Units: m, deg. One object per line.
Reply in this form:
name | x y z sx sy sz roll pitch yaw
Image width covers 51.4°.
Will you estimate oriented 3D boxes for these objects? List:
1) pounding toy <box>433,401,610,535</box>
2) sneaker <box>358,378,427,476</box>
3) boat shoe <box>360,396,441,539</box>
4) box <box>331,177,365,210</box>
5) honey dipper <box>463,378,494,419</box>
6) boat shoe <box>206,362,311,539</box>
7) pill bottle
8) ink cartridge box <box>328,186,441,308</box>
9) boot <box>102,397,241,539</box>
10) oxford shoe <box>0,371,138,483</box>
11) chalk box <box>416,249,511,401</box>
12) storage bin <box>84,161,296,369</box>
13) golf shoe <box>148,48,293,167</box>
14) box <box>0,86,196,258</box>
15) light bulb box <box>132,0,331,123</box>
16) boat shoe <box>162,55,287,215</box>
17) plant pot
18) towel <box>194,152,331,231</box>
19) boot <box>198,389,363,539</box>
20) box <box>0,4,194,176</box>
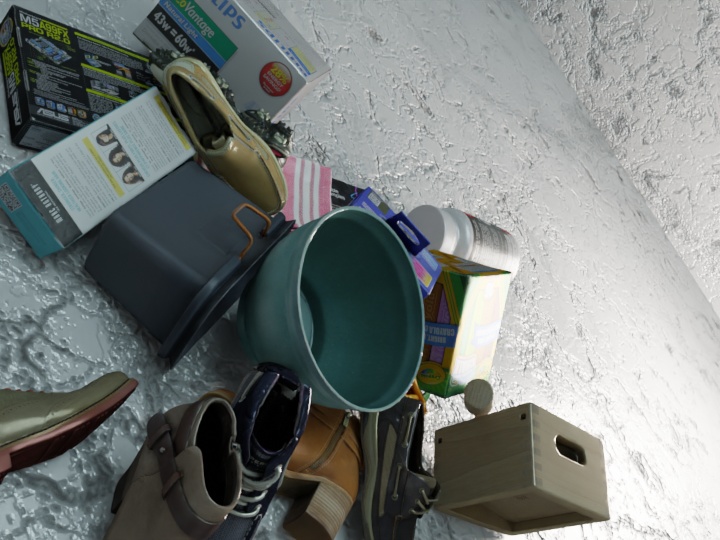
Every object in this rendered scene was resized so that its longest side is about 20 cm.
pounding toy | 0.206 0.249 0.960 0.199 0.183 0.144 29 51 -32
sneaker | 0.042 0.178 0.875 0.078 0.077 0.203 6 68 -53
boat shoe | 0.044 0.232 0.794 0.074 0.072 0.203 16 68 -67
box | -0.025 -0.045 1.051 0.142 0.036 0.202 15 50 -44
honey dipper | 0.156 0.186 0.982 0.200 0.038 0.038 69 1 -65
boat shoe | -0.100 0.171 0.619 0.074 0.093 0.202 21 76 -12
pill bottle | 0.159 -0.035 1.206 0.199 0.114 0.115 17 47 -44
ink cartridge box | 0.000 0.000 0.882 0.137 0.200 0.076 46 28 -6
boot | -0.144 0.199 0.563 0.070 0.146 0.202 21 44 -39
oxford shoe | -0.258 0.111 0.575 0.075 0.070 0.199 51 31 8
chalk box | 0.098 0.086 0.966 0.124 0.123 0.203 -6 108 -54
storage bin | -0.172 -0.026 0.763 0.134 0.146 0.200 39 33 -3
golf shoe | -0.176 -0.177 0.882 0.199 0.088 0.077 38 27 -7
box | -0.257 -0.102 0.741 0.083 0.049 0.200 59 42 -18
light bulb box | -0.158 -0.288 0.984 0.198 0.125 0.200 46 18 -10
boat shoe | -0.149 -0.135 0.814 0.201 0.071 0.076 52 8 -22
plant pot | -0.043 0.048 0.774 0.199 0.133 0.203 19 65 -48
towel | -0.122 -0.112 0.960 0.198 0.030 0.148 17 45 -26
boot | -0.073 0.164 0.765 0.201 0.073 0.155 54 30 -16
box | -0.292 -0.191 0.838 0.199 0.044 0.162 10 51 -48
